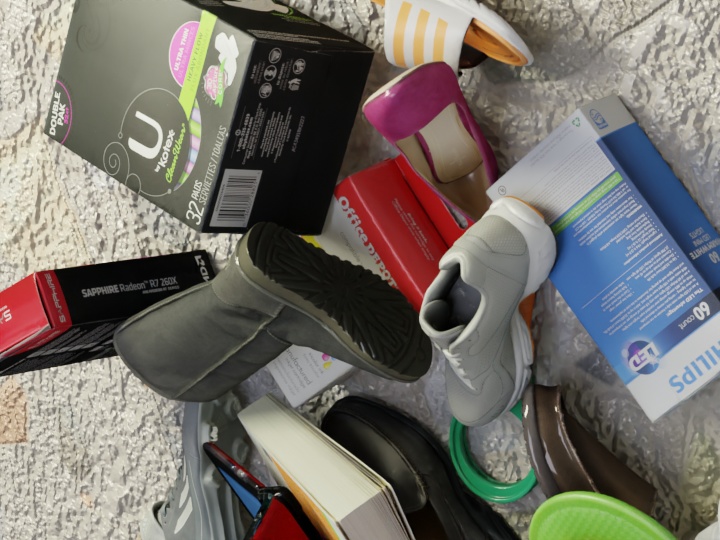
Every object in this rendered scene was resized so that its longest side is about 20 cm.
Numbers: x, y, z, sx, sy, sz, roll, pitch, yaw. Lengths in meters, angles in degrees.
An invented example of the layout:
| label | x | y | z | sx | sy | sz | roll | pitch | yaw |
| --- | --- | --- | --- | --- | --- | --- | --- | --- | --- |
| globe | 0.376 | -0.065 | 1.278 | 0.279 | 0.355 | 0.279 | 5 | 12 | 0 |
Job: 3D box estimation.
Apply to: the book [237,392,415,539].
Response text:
| label | x | y | z | sx | sy | sz | roll | pitch | yaw |
| --- | --- | --- | --- | --- | --- | --- | --- | --- | --- |
| book | -0.015 | 0.184 | 1.733 | 0.200 | 0.048 | 0.134 | 35 | 155 | 58 |

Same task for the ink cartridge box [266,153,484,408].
| label | x | y | z | sx | sy | sz | roll | pitch | yaw |
| --- | --- | --- | --- | --- | --- | --- | --- | --- | --- |
| ink cartridge box | 0.000 | 0.000 | 1.736 | 0.200 | 0.067 | 0.117 | -38 | 82 | 35 |

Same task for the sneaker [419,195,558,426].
| label | x | y | z | sx | sy | sz | roll | pitch | yaw |
| --- | --- | --- | --- | --- | --- | --- | --- | --- | --- |
| sneaker | 0.073 | 0.040 | 1.641 | 0.076 | 0.092 | 0.201 | 38 | 140 | 30 |

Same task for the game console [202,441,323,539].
| label | x | y | z | sx | sy | sz | roll | pitch | yaw |
| --- | --- | --- | --- | --- | --- | --- | --- | --- | --- |
| game console | -0.064 | 0.252 | 1.748 | 0.118 | 0.173 | 0.201 | -6 | 130 | 37 |

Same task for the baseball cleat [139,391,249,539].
| label | x | y | z | sx | sy | sz | roll | pitch | yaw |
| --- | --- | --- | --- | --- | --- | --- | --- | --- | --- |
| baseball cleat | -0.138 | 0.179 | 1.882 | 0.106 | 0.070 | 0.202 | 4 | 105 | 32 |

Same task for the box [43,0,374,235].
| label | x | y | z | sx | sy | sz | roll | pitch | yaw |
| --- | --- | --- | --- | --- | --- | --- | --- | --- | --- |
| box | -0.114 | -0.129 | 1.700 | 0.199 | 0.124 | 0.150 | 32 | 111 | 41 |

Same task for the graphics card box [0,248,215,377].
| label | x | y | z | sx | sy | sz | roll | pitch | yaw |
| --- | --- | --- | --- | --- | --- | --- | --- | --- | --- |
| graphics card box | -0.215 | 0.035 | 1.808 | 0.125 | 0.199 | 0.051 | -28 | 77 | 36 |

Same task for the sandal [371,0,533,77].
| label | x | y | z | sx | sy | sz | roll | pitch | yaw |
| --- | --- | --- | --- | --- | --- | --- | --- | --- | --- |
| sandal | 0.027 | -0.174 | 1.647 | 0.206 | 0.079 | 0.060 | 27 | 82 | 23 |

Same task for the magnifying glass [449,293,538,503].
| label | x | y | z | sx | sy | sz | roll | pitch | yaw |
| --- | --- | --- | --- | --- | --- | --- | --- | --- | --- |
| magnifying glass | 0.109 | 0.076 | 1.718 | 0.079 | 0.022 | 0.202 | 18 | 115 | 29 |

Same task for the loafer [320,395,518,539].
| label | x | y | z | sx | sy | sz | roll | pitch | yaw |
| --- | --- | --- | --- | --- | --- | --- | --- | --- | --- |
| loafer | 0.038 | 0.175 | 1.760 | 0.200 | 0.072 | 0.073 | 43 | 124 | 17 |

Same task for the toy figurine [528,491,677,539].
| label | x | y | z | sx | sy | sz | roll | pitch | yaw |
| --- | --- | --- | --- | --- | --- | --- | --- | --- | --- |
| toy figurine | 0.139 | 0.284 | 1.574 | 0.149 | 0.184 | 0.201 | 2 | 126 | 43 |

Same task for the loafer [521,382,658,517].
| label | x | y | z | sx | sy | sz | roll | pitch | yaw |
| --- | --- | --- | --- | --- | --- | --- | --- | --- | --- |
| loafer | 0.178 | 0.162 | 1.673 | 0.071 | 0.073 | 0.201 | -26 | 99 | 12 |

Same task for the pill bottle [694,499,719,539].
| label | x | y | z | sx | sy | sz | roll | pitch | yaw |
| --- | --- | --- | --- | --- | --- | --- | --- | --- | --- |
| pill bottle | 0.314 | 0.159 | 1.547 | 0.200 | 0.111 | 0.111 | -40 | 81 | 35 |

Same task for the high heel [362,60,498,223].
| label | x | y | z | sx | sy | sz | roll | pitch | yaw |
| --- | --- | --- | --- | --- | --- | --- | --- | --- | --- |
| high heel | 0.056 | -0.081 | 1.605 | 0.067 | 0.200 | 0.096 | -30 | 80 | 2 |

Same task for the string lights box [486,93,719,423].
| label | x | y | z | sx | sy | sz | roll | pitch | yaw |
| --- | --- | --- | --- | --- | --- | --- | --- | --- | --- |
| string lights box | 0.188 | -0.009 | 1.613 | 0.103 | 0.059 | 0.201 | -41 | 80 | 36 |

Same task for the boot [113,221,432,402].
| label | x | y | z | sx | sy | sz | roll | pitch | yaw |
| --- | --- | --- | --- | --- | --- | --- | --- | --- | --- |
| boot | -0.066 | 0.056 | 1.707 | 0.181 | 0.073 | 0.200 | 36 | 136 | -11 |
